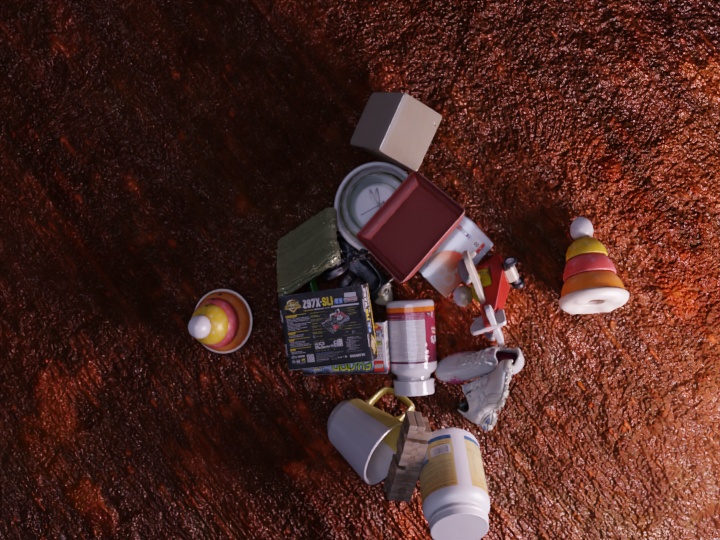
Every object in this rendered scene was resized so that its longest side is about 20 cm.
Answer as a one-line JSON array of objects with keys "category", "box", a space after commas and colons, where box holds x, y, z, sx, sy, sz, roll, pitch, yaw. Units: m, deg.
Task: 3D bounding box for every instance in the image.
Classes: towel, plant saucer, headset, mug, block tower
[{"category": "towel", "box": [-0.118, -0.040, 1.702, 0.198, 0.036, 0.151, -33, 49, 34]}, {"category": "plant saucer", "box": [0.108, -0.090, 1.638, 0.200, 0.037, 0.200, -48, 45, 3]}, {"category": "plant saucer", "box": [0.036, -0.141, 1.726, 0.195, 0.050, 0.205, -1, 101, -6]}, {"category": "headset", "box": [-0.048, 0.018, 1.698, 0.124, 0.094, 0.200, 47, 127, 3]}, {"category": "mug", "box": [0.018, 0.356, 1.703, 0.152, 0.185, 0.152, 30, 121, 34]}, {"category": "block tower", "box": [0.100, 0.400, 1.640, 0.053, 0.058, 0.204, 9, 115, -11]}]

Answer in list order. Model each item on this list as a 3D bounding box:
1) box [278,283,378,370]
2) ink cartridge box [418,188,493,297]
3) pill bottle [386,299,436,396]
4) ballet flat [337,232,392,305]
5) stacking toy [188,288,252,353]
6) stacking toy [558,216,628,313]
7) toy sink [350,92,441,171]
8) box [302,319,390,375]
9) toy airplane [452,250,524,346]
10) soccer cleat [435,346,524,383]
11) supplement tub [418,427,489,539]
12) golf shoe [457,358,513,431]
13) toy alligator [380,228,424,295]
[{"category": "box", "box": [-0.070, 0.122, 1.650, 0.195, 0.049, 0.164, -9, 90, 17]}, {"category": "ink cartridge box", "box": [0.171, -0.068, 1.703, 0.200, 0.050, 0.163, 42, 94, -12]}, {"category": "pill bottle", "box": [0.113, 0.168, 1.698, 0.107, 0.110, 0.205, -3, 89, 7]}, {"category": "ballet flat", "box": [0.000, 0.000, 1.740, 0.066, 0.057, 0.201, -41, 85, 6]}, {"category": "stacking toy", "box": [-0.327, 0.117, 1.708, 0.142, 0.200, 0.150, 0, 90, 6]}, {"category": "stacking toy", "box": [0.489, -0.018, 1.656, 0.142, 0.146, 0.205, -4, 72, 7]}, {"category": "toy sink", "box": [0.076, -0.305, 1.695, 0.110, 0.200, 0.133, 25, 92, -23]}, {"category": "box", "box": [-0.034, 0.169, 1.687, 0.195, 0.035, 0.113, -4, 93, 16]}, {"category": "toy airplane", "box": [0.260, 0.063, 1.645, 0.138, 0.198, 0.205, -4, 86, 30]}, {"category": "soccer cleat", "box": [0.259, 0.197, 1.687, 0.195, 0.087, 0.071, -8, 62, 3]}, {"category": "supplement tub", "box": [0.194, 0.453, 1.627, 0.141, 0.202, 0.147, -2, 133, -2]}, {"category": "golf shoe", "box": [0.265, 0.260, 1.655, 0.095, 0.079, 0.203, 20, 128, 7]}, {"category": "toy alligator", "box": [0.103, -0.033, 1.676, 0.200, 0.059, 0.054, -46, 41, 6]}]
